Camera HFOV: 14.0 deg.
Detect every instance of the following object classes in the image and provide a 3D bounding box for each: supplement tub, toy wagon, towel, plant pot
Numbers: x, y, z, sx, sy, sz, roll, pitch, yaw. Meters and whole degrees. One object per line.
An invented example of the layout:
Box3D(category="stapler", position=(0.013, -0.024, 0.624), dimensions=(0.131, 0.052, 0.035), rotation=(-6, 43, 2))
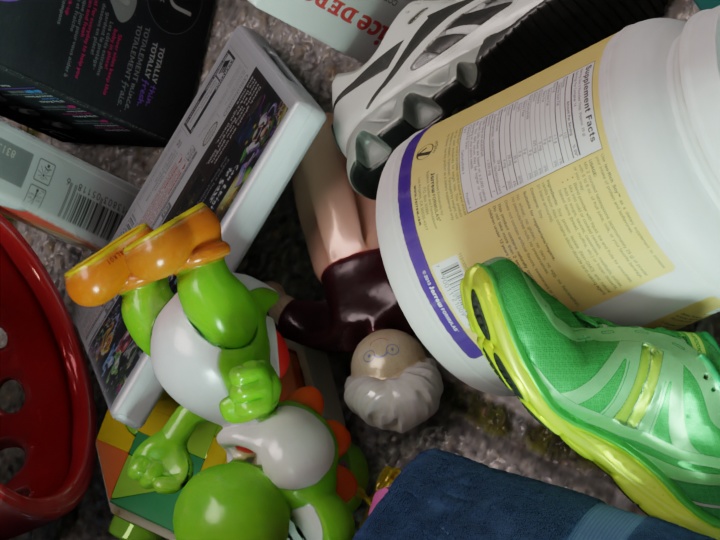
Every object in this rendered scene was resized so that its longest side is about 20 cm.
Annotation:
Box3D(category="supplement tub", position=(0.124, -0.036, 1.432), dimensions=(0.200, 0.145, 0.145), rotation=(-25, 59, 30))
Box3D(category="toy wagon", position=(-0.062, 0.094, 1.611), dimensions=(0.200, 0.040, 0.155), rotation=(19, 87, 43))
Box3D(category="towel", position=(0.092, 0.148, 1.357), dimensions=(0.200, 0.049, 0.112), rotation=(17, 49, 25))
Box3D(category="plant pot", position=(-0.273, 0.073, 1.652), dimensions=(0.182, 0.200, 0.200), rotation=(-22, 61, 23))

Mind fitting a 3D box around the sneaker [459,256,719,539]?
Box3D(category="sneaker", position=(0.124, 0.050, 1.380), dimensions=(0.084, 0.200, 0.074), rotation=(-48, 26, 4))

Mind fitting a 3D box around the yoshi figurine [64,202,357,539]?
Box3D(category="yoshi figurine", position=(-0.078, 0.075, 1.504), dimensions=(0.112, 0.112, 0.200), rotation=(-29, 99, 7))

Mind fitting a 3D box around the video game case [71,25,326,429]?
Box3D(category="video game case", position=(-0.093, -0.028, 1.631), dimensions=(0.200, 0.023, 0.182), rotation=(-59, 19, 9))

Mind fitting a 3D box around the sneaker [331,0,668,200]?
Box3D(category="sneaker", position=(0.066, -0.126, 1.550), dimensions=(0.200, 0.074, 0.089), rotation=(-30, 50, 11))

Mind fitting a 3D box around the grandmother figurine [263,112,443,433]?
Box3D(category="grandmother figurine", position=(0.000, 0.000, 1.575), dimensions=(0.121, 0.061, 0.200), rotation=(-27, 56, 18))

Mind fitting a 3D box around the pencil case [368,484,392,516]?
Box3D(category="pencil case", position=(0.038, 0.203, 1.461), dimensions=(0.094, 0.091, 0.200), rotation=(7, 79, 9))

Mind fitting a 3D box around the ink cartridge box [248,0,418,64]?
Box3D(category="ink cartridge box", position=(0.018, -0.217, 1.587), dimensions=(0.200, 0.144, 0.084), rotation=(-55, 48, 11))

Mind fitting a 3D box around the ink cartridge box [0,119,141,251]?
Box3D(category="ink cartridge box", position=(-0.249, -0.068, 1.745), dimensions=(0.200, 0.162, 0.050), rotation=(11, 79, 42))

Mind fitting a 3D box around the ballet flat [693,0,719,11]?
Box3D(category="ballet flat", position=(0.179, -0.188, 1.499), dimensions=(0.062, 0.067, 0.200), rotation=(-19, 53, -18))

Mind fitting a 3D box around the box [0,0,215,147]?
Box3D(category="box", position=(-0.192, -0.157, 1.704), dimensions=(0.106, 0.200, 0.122), rotation=(5, 77, 41))
